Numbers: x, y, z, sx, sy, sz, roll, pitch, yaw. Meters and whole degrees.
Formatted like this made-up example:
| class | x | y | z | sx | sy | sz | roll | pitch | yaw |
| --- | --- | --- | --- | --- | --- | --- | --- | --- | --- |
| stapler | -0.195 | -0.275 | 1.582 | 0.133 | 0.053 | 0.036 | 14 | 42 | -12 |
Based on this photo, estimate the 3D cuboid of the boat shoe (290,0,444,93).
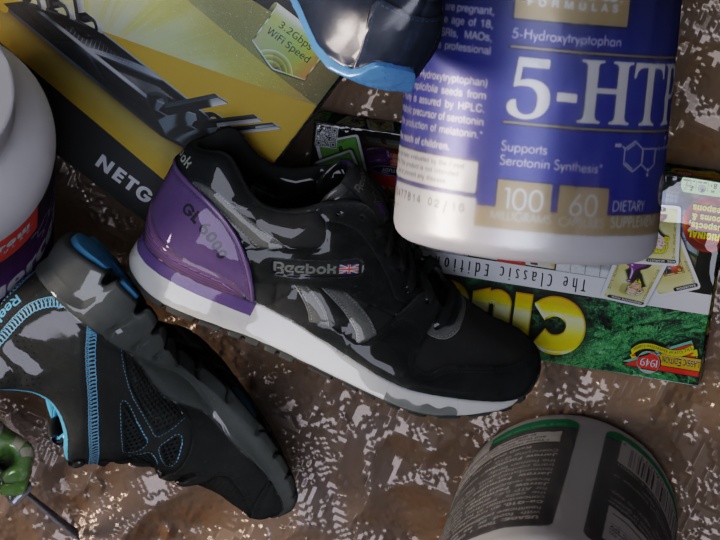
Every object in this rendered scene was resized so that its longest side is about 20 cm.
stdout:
| class | x | y | z | sx | sy | sz | roll | pitch | yaw |
| --- | --- | --- | --- | --- | --- | --- | --- | --- | --- |
| boat shoe | -0.003 | -0.157 | 1.134 | 0.084 | 0.200 | 0.069 | 4 | 128 | -36 |

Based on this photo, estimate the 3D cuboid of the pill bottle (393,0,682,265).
| class | x | y | z | sx | sy | sz | roll | pitch | yaw |
| --- | --- | --- | --- | --- | --- | --- | --- | --- | --- |
| pill bottle | 0.081 | -0.109 | 1.151 | 0.119 | 0.120 | 0.200 | 6 | 98 | 9 |

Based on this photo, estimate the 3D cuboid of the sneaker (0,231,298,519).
| class | x | y | z | sx | sy | sz | roll | pitch | yaw |
| --- | --- | --- | --- | --- | --- | --- | --- | --- | --- |
| sneaker | -0.105 | 0.064 | 1.248 | 0.082 | 0.073 | 0.200 | -41 | 126 | 2 |

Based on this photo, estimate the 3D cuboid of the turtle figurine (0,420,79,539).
| class | x | y | z | sx | sy | sz | roll | pitch | yaw |
| --- | --- | --- | --- | --- | --- | --- | --- | --- | --- |
| turtle figurine | -0.230 | 0.131 | 1.267 | 0.144 | 0.194 | 0.200 | 0 | 112 | 9 |

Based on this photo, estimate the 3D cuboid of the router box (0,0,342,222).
| class | x | y | z | sx | sy | sz | roll | pitch | yaw |
| --- | --- | --- | --- | --- | --- | --- | --- | --- | --- |
| router box | -0.106 | -0.126 | 1.216 | 0.200 | 0.052 | 0.157 | 37 | 119 | -3 |

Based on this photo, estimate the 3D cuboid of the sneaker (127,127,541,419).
| class | x | y | z | sx | sy | sz | roll | pitch | yaw |
| --- | --- | --- | --- | --- | --- | --- | --- | --- | --- |
| sneaker | 0.000 | 0.000 | 1.196 | 0.200 | 0.076 | 0.088 | 20 | 117 | -11 |

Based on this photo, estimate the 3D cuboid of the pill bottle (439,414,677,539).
| class | x | y | z | sx | sy | sz | roll | pitch | yaw |
| --- | --- | --- | --- | --- | --- | --- | --- | --- | --- |
| pill bottle | 0.085 | 0.153 | 1.205 | 0.113 | 0.200 | 0.113 | 4 | 110 | 10 |

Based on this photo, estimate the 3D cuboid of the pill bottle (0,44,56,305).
| class | x | y | z | sx | sy | sz | roll | pitch | yaw |
| --- | --- | --- | --- | --- | --- | --- | --- | --- | --- |
| pill bottle | -0.195 | -0.038 | 1.190 | 0.112 | 0.200 | 0.113 | 3 | 68 | -6 |

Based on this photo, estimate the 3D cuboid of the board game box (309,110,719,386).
| class | x | y | z | sx | sy | sz | roll | pitch | yaw |
| --- | --- | --- | --- | --- | --- | --- | --- | --- | --- |
| board game box | 0.071 | -0.011 | 1.247 | 0.200 | 0.023 | 0.105 | 8 | 113 | 8 |
